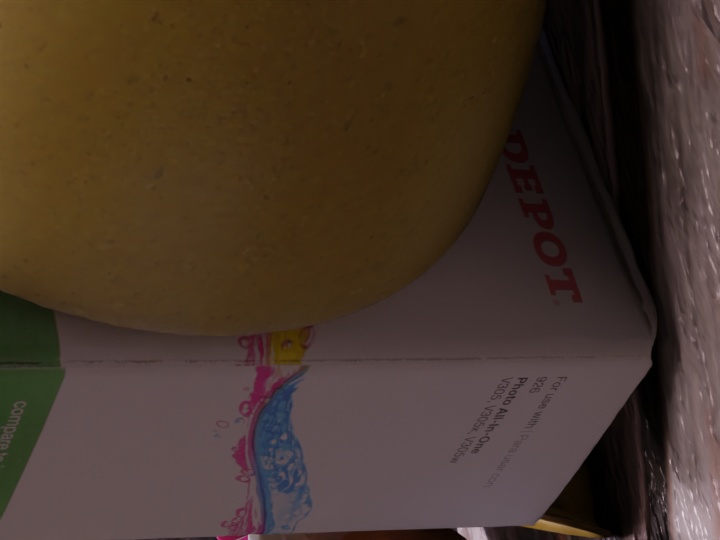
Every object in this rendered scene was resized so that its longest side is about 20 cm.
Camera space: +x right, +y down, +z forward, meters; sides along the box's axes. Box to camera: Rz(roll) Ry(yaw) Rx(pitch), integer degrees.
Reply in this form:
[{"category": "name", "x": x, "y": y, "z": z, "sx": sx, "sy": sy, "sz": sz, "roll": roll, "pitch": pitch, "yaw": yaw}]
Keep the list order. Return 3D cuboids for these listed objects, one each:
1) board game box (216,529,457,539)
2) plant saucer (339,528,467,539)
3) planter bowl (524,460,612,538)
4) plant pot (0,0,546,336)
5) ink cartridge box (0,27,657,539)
[{"category": "board game box", "x": -0.008, "y": 0.093, "z": 0.956, "sx": 0.201, "sy": 0.026, "sz": 0.200, "roll": -96, "pitch": -21, "yaw": -46}, {"category": "plant saucer", "x": 0.029, "y": 0.189, "z": 0.871, "sx": 0.200, "sy": 0.037, "sz": 0.202, "roll": 19, "pitch": -111, "yaw": -59}, {"category": "planter bowl", "x": -0.014, "y": 0.022, "z": 0.740, "sx": 0.200, "sy": 0.199, "sz": 0.084, "roll": 129, "pitch": 152, "yaw": -83}, {"category": "plant pot", "x": -0.032, "y": -0.108, "z": 0.535, "sx": 0.142, "sy": 0.199, "sz": 0.201, "roll": -59, "pitch": 39, "yaw": 44}, {"category": "ink cartridge box", "x": -0.044, "y": -0.013, "z": 0.609, "sx": 0.088, "sy": 0.199, "sz": 0.146, "roll": 118, "pitch": 143, "yaw": -47}]
